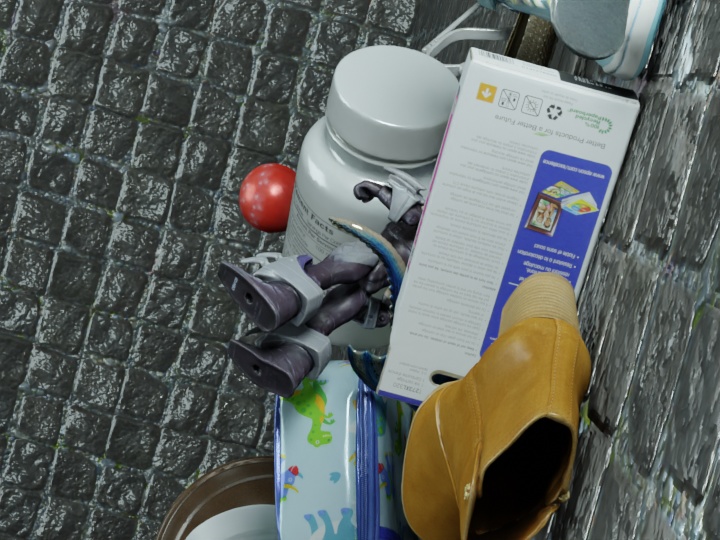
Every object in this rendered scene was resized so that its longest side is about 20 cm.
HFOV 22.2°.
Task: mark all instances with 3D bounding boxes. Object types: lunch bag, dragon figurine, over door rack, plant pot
[{"bbox_3d":[-0.007,0.154,1.247,0.200,0.082,0.162,65,-156,-70],"label":"lunch bag"},{"bbox_3d":[0.033,0.054,1.134,0.100,0.200,0.059,-53,42,-5],"label":"dragon figurine"},{"bbox_3d":[0.097,-0.142,1.385,0.200,0.066,0.148,-59,-19,-48],"label":"over door rack"},{"bbox_3d":[-0.067,0.266,1.531,0.198,0.199,0.202,-178,103,-78],"label":"plant pot"}]

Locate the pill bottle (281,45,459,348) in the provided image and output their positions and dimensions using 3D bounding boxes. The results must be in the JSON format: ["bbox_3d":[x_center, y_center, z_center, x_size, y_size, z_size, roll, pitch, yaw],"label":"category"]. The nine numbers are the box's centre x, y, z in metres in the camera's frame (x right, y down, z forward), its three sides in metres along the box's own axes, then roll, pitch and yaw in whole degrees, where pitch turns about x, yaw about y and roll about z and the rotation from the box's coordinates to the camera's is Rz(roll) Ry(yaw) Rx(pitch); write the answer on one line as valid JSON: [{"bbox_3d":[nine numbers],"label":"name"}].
[{"bbox_3d":[0.009,-0.052,1.288,0.115,0.113,0.201,-79,1,-47],"label":"pill bottle"}]

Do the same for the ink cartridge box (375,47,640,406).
[{"bbox_3d":[0.078,-0.014,1.008,0.037,0.094,0.201,-86,11,-72],"label":"ink cartridge box"}]

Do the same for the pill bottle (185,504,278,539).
[{"bbox_3d":[-0.063,0.280,1.332,0.116,0.115,0.201,109,149,-50],"label":"pill bottle"}]

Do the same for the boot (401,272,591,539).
[{"bbox_3d":[0.062,0.109,0.950,0.144,0.070,0.202,-76,7,-56],"label":"boot"}]

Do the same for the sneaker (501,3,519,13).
[{"bbox_3d":[0.136,-0.268,1.283,0.086,0.077,0.201,118,166,-61],"label":"sneaker"}]

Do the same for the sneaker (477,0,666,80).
[{"bbox_3d":[0.099,-0.165,1.013,0.200,0.130,0.080,-92,19,-76],"label":"sneaker"}]

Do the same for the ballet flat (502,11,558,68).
[{"bbox_3d":[0.107,-0.154,1.206,0.201,0.046,0.067,-63,14,1],"label":"ballet flat"}]

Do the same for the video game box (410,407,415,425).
[{"bbox_3d":[0.081,0.009,1.274,0.182,0.046,0.201,-77,4,-66],"label":"video game box"}]

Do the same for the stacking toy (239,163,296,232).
[{"bbox_3d":[0.001,-0.034,1.437,0.085,0.199,0.086,-166,90,-86],"label":"stacking toy"}]

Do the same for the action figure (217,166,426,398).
[{"bbox_3d":[0.000,0.000,1.180,0.199,0.069,0.131,-28,-41,-41],"label":"action figure"}]

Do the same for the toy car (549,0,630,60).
[{"bbox_3d":[0.119,-0.165,0.592,0.158,0.163,0.202,169,106,-86],"label":"toy car"}]
